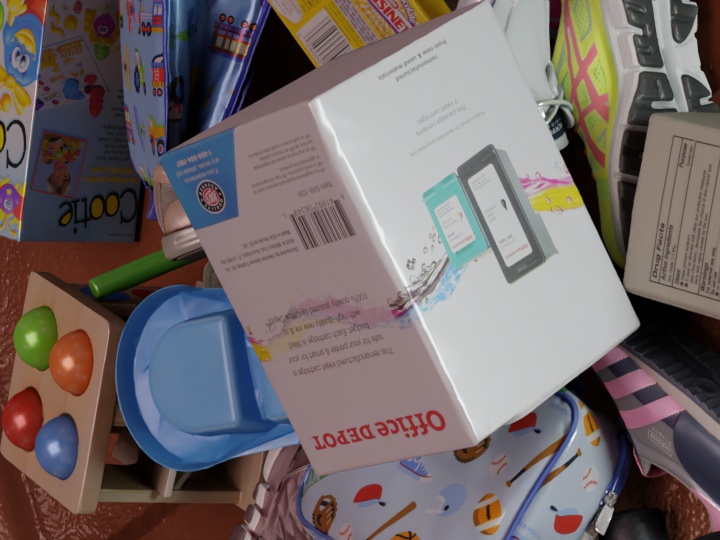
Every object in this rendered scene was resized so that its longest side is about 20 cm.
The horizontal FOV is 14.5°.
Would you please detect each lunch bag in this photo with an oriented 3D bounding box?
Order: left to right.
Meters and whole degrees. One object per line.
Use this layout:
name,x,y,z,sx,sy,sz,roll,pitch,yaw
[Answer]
lunch bag,-0.114,-0.129,1.791,0.151,0.094,0.201,-151,70,-73
lunch bag,0.062,0.120,1.643,0.200,0.076,0.161,23,78,50

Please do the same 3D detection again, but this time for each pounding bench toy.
pounding bench toy,-0.137,0.042,1.807,0.124,0.155,0.201,27,110,56

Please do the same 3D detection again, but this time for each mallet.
mallet,0.176,0.145,1.536,0.200,0.041,0.066,127,133,-68

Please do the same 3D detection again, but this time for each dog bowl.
dog bowl,-0.056,0.056,1.679,0.199,0.049,0.112,-11,85,35

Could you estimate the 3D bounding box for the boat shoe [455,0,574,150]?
boat shoe,0.090,-0.087,1.584,0.067,0.073,0.201,29,134,29

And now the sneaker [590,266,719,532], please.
sneaker,0.158,0.069,1.588,0.200,0.070,0.082,46,130,38

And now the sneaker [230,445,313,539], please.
sneaker,-0.026,0.193,1.774,0.115,0.076,0.201,31,111,37

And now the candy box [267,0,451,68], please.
candy box,-0.025,-0.188,1.668,0.200,0.026,0.102,54,136,-1

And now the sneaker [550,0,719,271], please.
sneaker,0.148,-0.094,1.599,0.090,0.078,0.201,-12,76,53

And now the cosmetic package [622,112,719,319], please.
cosmetic package,0.245,-0.016,1.484,0.200,0.087,0.104,19,105,42

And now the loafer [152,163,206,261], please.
loafer,-0.034,-0.062,1.679,0.199,0.072,0.063,-19,84,17

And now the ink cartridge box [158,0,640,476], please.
ink cartridge box,0.022,-0.014,1.528,0.146,0.146,0.201,-15,103,51

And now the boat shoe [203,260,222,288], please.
boat shoe,0.000,0.000,1.706,0.201,0.061,0.072,3,118,34

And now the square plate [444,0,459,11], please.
square plate,0.040,-0.132,1.697,0.198,0.028,0.201,-1,104,52

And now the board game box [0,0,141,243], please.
board game box,-0.212,-0.126,1.933,0.103,0.105,0.201,15,101,45

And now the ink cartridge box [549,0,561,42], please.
ink cartridge box,0.105,-0.250,1.658,0.119,0.042,0.201,37,114,38
